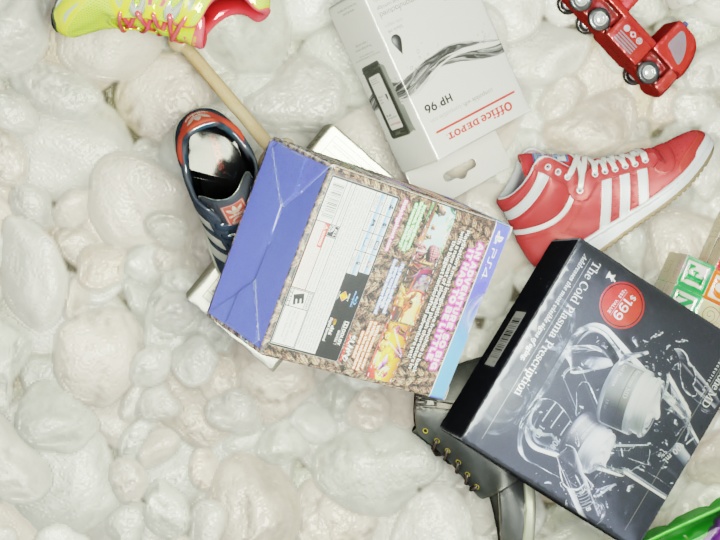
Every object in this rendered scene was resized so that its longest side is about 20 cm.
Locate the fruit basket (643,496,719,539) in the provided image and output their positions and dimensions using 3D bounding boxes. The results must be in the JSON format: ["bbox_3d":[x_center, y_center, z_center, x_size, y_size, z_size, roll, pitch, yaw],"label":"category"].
[{"bbox_3d":[0.320,0.296,1.523,0.214,0.216,0.157,-24,97,-4],"label":"fruit basket"}]

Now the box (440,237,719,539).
[{"bbox_3d":[0.201,0.103,1.476,0.181,0.104,0.201,32,86,-7],"label":"box"}]

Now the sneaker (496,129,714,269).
[{"bbox_3d":[0.216,-0.090,1.544,0.200,0.071,0.113,-38,101,0],"label":"sneaker"}]

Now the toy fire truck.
[{"bbox_3d":[0.246,-0.272,1.543,0.200,0.049,0.141,45,87,-9],"label":"toy fire truck"}]

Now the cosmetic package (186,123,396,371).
[{"bbox_3d":[-0.054,-0.022,1.517,0.103,0.073,0.200,41,89,-7],"label":"cosmetic package"}]

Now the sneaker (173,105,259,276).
[{"bbox_3d":[-0.101,-0.041,1.431,0.075,0.085,0.201,-29,97,-4],"label":"sneaker"}]

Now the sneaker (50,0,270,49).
[{"bbox_3d":[-0.167,-0.229,1.475,0.198,0.078,0.091,-18,80,-5],"label":"sneaker"}]

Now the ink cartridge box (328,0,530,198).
[{"bbox_3d":[0.070,-0.166,1.503,0.116,0.068,0.201,-29,98,-28],"label":"ink cartridge box"}]

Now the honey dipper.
[{"bbox_3d":[-0.105,-0.141,1.484,0.038,0.038,0.200,-38,70,-2],"label":"honey dipper"}]

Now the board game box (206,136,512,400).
[{"bbox_3d":[0.000,0.000,1.414,0.199,0.097,0.161,17,97,-37],"label":"board game box"}]

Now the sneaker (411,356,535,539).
[{"bbox_3d":[0.101,0.179,1.558,0.105,0.075,0.202,-4,87,-1],"label":"sneaker"}]

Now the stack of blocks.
[{"bbox_3d":[0.336,0.021,1.572,0.114,0.059,0.201,24,92,-8],"label":"stack of blocks"}]

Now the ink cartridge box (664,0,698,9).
[{"bbox_3d":[0.317,-0.351,1.501,0.199,0.050,0.162,-37,107,-13],"label":"ink cartridge box"}]
